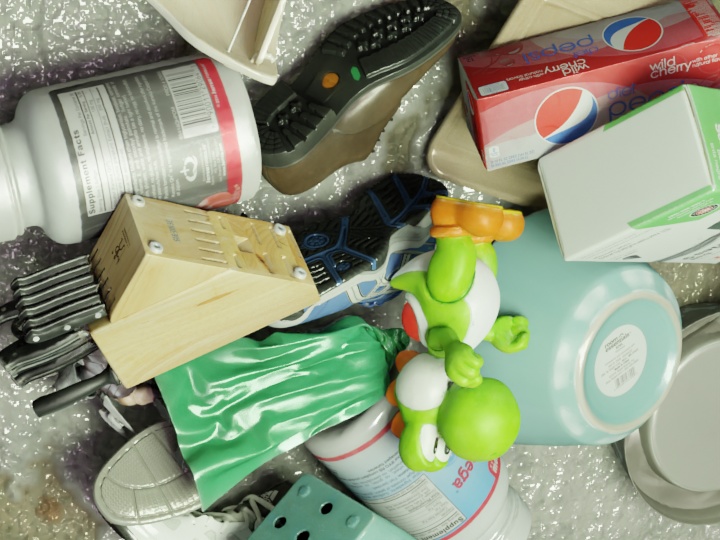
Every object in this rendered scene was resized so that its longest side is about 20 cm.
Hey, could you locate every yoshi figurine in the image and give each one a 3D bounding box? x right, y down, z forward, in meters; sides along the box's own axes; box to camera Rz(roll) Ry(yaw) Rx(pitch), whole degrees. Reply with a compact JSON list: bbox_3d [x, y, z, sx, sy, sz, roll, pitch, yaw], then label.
[{"bbox_3d":[0.084,0.053,1.154,0.111,0.112,0.202,10,91,-19],"label":"yoshi figurine"}]

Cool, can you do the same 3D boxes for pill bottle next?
[{"bbox_3d":[0.050,0.159,1.286,0.109,0.109,0.200,-45,117,-3],"label":"pill bottle"},{"bbox_3d":[-0.178,-0.082,1.120,0.198,0.111,0.112,-15,111,-16],"label":"pill bottle"}]

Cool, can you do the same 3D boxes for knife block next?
[{"bbox_3d":[-0.152,0.037,1.121,0.198,0.064,0.176,10,128,-34],"label":"knife block"}]

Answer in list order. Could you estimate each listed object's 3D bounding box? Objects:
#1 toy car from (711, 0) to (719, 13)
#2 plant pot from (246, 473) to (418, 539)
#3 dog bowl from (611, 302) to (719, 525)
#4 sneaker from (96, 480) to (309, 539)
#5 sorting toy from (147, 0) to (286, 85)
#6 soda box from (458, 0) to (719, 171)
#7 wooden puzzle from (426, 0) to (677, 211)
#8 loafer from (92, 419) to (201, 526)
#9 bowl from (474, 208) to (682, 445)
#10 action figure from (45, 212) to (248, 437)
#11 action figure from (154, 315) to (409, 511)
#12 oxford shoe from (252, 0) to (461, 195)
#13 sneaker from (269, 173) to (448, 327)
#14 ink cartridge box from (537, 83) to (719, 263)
[{"bbox_3d":[0.375,-0.235,1.273,0.199,0.164,0.159,-26,115,-26],"label":"toy car"},{"bbox_3d":[-0.002,0.261,1.243,0.141,0.141,0.201,-48,130,-18],"label":"plant pot"},{"bbox_3d":[0.306,0.120,1.403,0.198,0.059,0.202,-7,109,-20],"label":"dog bowl"},{"bbox_3d":[-0.112,0.198,1.266,0.200,0.075,0.116,43,80,-35],"label":"sneaker"},{"bbox_3d":[-0.109,-0.261,1.104,0.179,0.107,0.202,21,99,-18],"label":"sorting toy"},{"bbox_3d":[0.177,-0.141,1.193,0.198,0.064,0.070,-15,129,-2],"label":"soda box"},{"bbox_3d":[0.170,-0.139,1.257,0.183,0.037,0.201,16,121,-25],"label":"wooden puzzle"},{"bbox_3d":[-0.117,0.135,1.217,0.199,0.063,0.072,-32,85,-23],"label":"loafer"},{"bbox_3d":[0.180,0.059,1.268,0.199,0.105,0.203,-13,112,-34],"label":"bowl"},{"bbox_3d":[-0.151,0.041,1.197,0.199,0.069,0.131,-33,122,-5],"label":"action figure"},{"bbox_3d":[-0.050,0.085,1.182,0.198,0.055,0.119,-20,96,-20],"label":"action figure"},{"bbox_3d":[-0.001,-0.133,1.207,0.199,0.073,0.085,-39,144,-13],"label":"oxford shoe"},{"bbox_3d":[0.000,0.000,1.207,0.199,0.075,0.078,-31,134,-38],"label":"sneaker"},{"bbox_3d":[0.256,-0.067,1.196,0.199,0.145,0.085,0,70,-43],"label":"ink cartridge box"}]
